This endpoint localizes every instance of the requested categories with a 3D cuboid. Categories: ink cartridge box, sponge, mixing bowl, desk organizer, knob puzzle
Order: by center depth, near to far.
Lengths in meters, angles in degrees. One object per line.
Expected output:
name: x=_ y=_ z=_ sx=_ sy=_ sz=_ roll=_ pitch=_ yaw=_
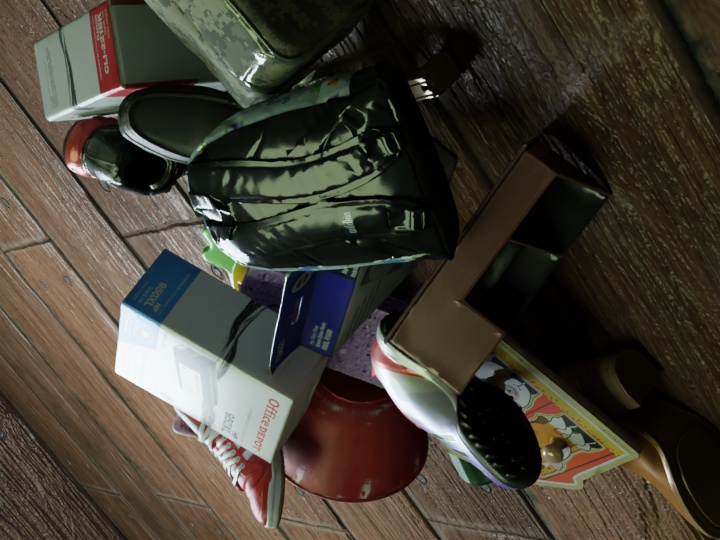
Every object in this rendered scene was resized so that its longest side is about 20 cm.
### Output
desk organizer: x=0.111 y=-0.003 z=0.938 sx=0.077 sy=0.072 sz=0.200 roll=37 pitch=110 yaw=7
ink cartridge box: x=0.000 y=0.000 z=1.071 sx=0.041 sy=0.200 sz=0.200 roll=38 pitch=152 yaw=12
knob puzzle: x=0.131 y=0.147 z=1.075 sx=0.219 sy=0.031 sz=0.220 roll=21 pitch=144 yaw=17
ink cartridge box: x=-0.213 y=-0.204 z=1.128 sx=0.200 sy=0.144 sz=0.084 roll=-5 pitch=95 yaw=55
ink cartridge box: x=-0.145 y=0.090 z=1.190 sx=0.199 sy=0.084 sz=0.145 roll=29 pitch=143 yaw=6
sponge: x=-0.035 y=0.053 z=1.222 sx=0.199 sy=0.030 sz=0.112 roll=21 pitch=133 yaw=-10
mixing bowl: x=-0.010 y=0.153 z=1.319 sx=0.200 sy=0.200 sz=0.109 roll=32 pitch=134 yaw=23

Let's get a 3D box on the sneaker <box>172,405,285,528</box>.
sneaker: x=-0.146 y=0.189 z=1.255 sx=0.071 sy=0.112 sz=0.201 roll=113 pitch=152 yaw=-46

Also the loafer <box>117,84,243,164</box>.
loafer: x=-0.114 y=-0.125 z=1.032 sx=0.072 sy=0.199 sz=0.073 roll=-162 pitch=79 yaw=-66

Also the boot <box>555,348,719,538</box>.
boot: x=0.250 y=0.169 z=1.088 sx=0.200 sy=0.077 sz=0.155 roll=49 pitch=151 yaw=-3

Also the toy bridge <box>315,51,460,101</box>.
toy bridge: x=-0.003 y=-0.151 z=1.016 sx=0.200 sy=0.067 sz=0.027 roll=1 pitch=130 yaw=52

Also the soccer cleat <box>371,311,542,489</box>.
soccer cleat: x=0.080 y=0.123 z=1.007 sx=0.200 sy=0.068 sz=0.073 roll=46 pitch=138 yaw=29

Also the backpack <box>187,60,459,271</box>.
backpack: x=-0.038 y=-0.074 z=0.915 sx=0.199 sy=0.154 sz=0.164 roll=-18 pitch=115 yaw=16

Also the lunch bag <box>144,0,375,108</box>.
lunch bag: x=-0.106 y=-0.239 z=0.961 sx=0.200 sy=0.139 sz=0.168 roll=48 pitch=151 yaw=-4

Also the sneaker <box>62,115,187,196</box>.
sneaker: x=-0.206 y=-0.120 z=1.208 sx=0.098 sy=0.200 sz=0.071 roll=29 pitch=114 yaw=34

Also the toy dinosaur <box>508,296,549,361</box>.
toy dinosaur: x=0.149 y=0.060 z=1.077 sx=0.077 sy=0.103 sz=0.200 roll=6 pitch=143 yaw=33

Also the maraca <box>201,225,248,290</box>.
maraca: x=-0.090 y=0.010 z=1.288 sx=0.137 sy=0.107 sz=0.200 roll=-27 pitch=120 yaw=34

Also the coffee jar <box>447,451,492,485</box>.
coffee jar: x=0.107 y=0.116 z=1.179 sx=0.201 sy=0.104 sz=0.085 roll=61 pitch=-178 yaw=-27
